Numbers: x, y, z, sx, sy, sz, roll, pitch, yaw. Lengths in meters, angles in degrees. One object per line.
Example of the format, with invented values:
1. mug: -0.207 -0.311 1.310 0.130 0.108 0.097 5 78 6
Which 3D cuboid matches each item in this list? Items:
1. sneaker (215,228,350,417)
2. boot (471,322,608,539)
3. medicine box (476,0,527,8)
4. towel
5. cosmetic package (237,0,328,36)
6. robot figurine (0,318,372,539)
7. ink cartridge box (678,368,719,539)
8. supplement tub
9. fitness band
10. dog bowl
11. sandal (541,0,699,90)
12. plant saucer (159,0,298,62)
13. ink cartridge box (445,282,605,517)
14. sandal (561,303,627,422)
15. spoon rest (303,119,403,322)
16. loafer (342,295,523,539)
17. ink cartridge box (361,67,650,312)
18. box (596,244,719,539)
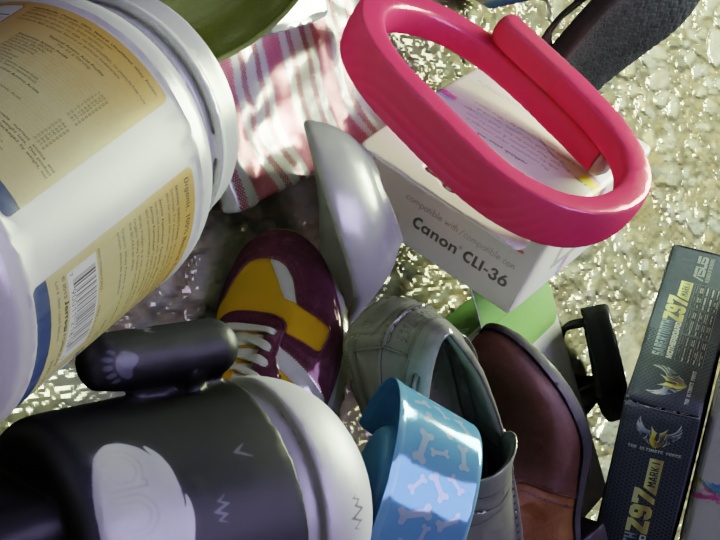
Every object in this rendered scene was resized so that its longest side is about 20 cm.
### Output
1. sneaker: -0.058 0.066 1.093 0.090 0.075 0.201 35 54 -57
2. boot: 0.042 0.150 1.217 0.200 0.068 0.189 -29 120 -31
3. medicine box: 0.080 -0.280 1.337 0.200 0.103 0.183 15 68 -62
4. towel: -0.035 -0.125 1.212 0.200 0.030 0.147 -28 107 -56
5. cosmetic package: -0.095 -0.208 1.063 0.074 0.101 0.201 -32 109 -62
6. robot figurine: -0.091 0.114 0.958 0.200 0.150 0.125 -10 54 -33
7. ink cartridge box: 0.250 0.110 1.313 0.148 0.085 0.201 -52 155 -66
8. supplement tub: -0.150 -0.031 0.899 0.200 0.144 0.145 -44 120 -52
9. fitness band: 0.075 -0.089 1.214 0.200 0.037 0.143 46 37 20
10. dog bowl: 0.006 0.145 1.073 0.112 0.049 0.200 -85 -164 -52
11. sandal: 0.140 -0.146 1.370 0.076 0.200 0.043 22 30 -56
12. plant saucer: -0.106 -0.189 0.996 0.031 0.199 0.201 -121 -163 -80
13. ink cartridge box: 0.085 0.072 1.334 0.104 0.059 0.201 -36 114 -55
14. sandal: 0.146 0.059 1.418 0.200 0.048 0.076 57 20 -77
15. spoon rest: 0.000 0.000 1.186 0.200 0.060 0.100 66 4 -47
16. loafer: 0.050 0.105 1.131 0.070 0.070 0.200 -41 124 -27
17. ink cartridge box: 0.077 -0.049 1.264 0.200 0.116 0.068 -34 153 -56
18. box: 0.190 0.098 1.353 0.200 0.051 0.158 -61 163 -57
